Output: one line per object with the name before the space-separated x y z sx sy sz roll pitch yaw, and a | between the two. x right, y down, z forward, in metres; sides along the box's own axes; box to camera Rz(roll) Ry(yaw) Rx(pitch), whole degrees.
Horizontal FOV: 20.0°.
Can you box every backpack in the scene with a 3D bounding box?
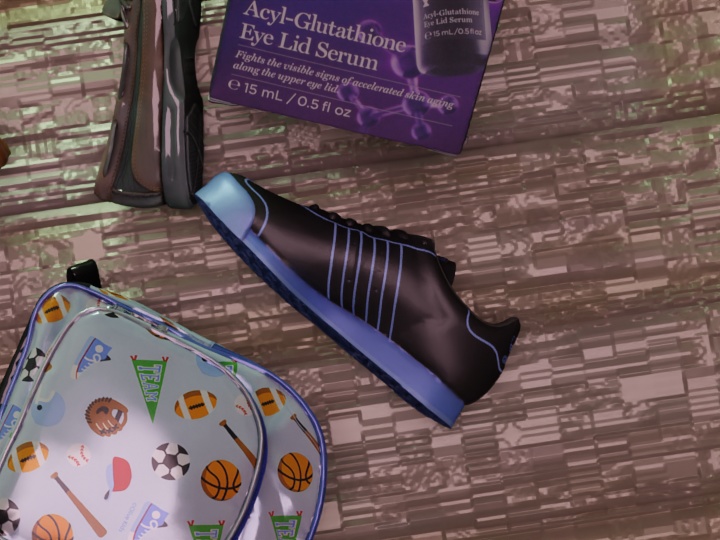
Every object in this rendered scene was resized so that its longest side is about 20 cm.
backpack | -0.114 0.112 1.118 0.190 0.154 0.200 24 82 -9

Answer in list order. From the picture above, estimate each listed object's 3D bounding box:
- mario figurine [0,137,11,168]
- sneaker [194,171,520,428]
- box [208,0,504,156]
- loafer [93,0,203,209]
mario figurine | -0.303 -0.039 1.171 0.200 0.123 0.106 -35 129 -11
sneaker | 0.000 0.000 1.167 0.200 0.070 0.078 41 82 -4
box | 0.009 -0.183 1.114 0.148 0.104 0.200 12 120 -3
loafer | -0.126 -0.135 1.175 0.063 0.072 0.200 -2 88 8
